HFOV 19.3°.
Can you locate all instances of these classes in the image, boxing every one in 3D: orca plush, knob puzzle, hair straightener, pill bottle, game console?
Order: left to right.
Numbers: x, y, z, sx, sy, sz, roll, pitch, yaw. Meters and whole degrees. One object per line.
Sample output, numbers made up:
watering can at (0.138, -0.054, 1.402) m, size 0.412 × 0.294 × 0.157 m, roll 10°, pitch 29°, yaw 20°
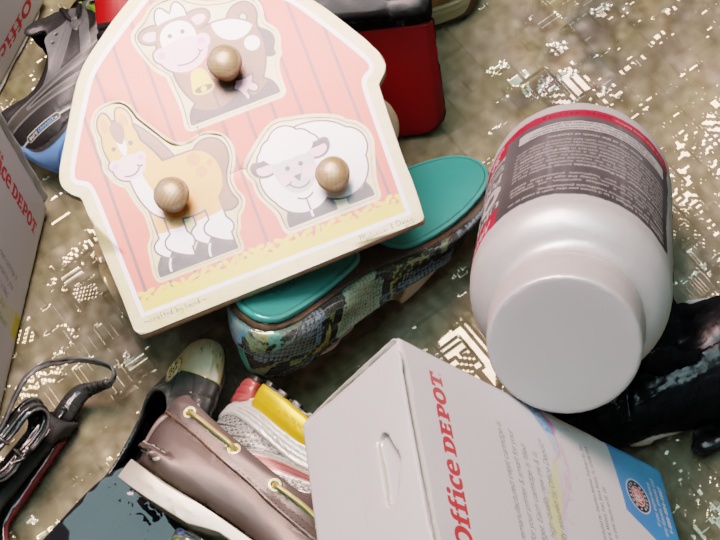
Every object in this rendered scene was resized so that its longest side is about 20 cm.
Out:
hair straightener at (-0.208, 0.126, 1.212) m, size 0.041 × 0.077 × 0.200 m, roll 31°, pitch 70°, yaw 23°
knob puzzle at (-0.079, -0.087, 1.196) m, size 0.218 × 0.030 × 0.221 m, roll -1°, pitch 76°, yaw 4°
game console at (-0.055, -0.168, 1.289) m, size 0.198 × 0.119 × 0.174 m, roll -6°, pitch 85°, yaw 4°
pill bottle at (0.117, -0.006, 1.168) m, size 0.110 × 0.111 × 0.200 m, roll 1°, pitch 27°, yaw 8°
orca plush at (0.155, 0.049, 1.208) m, size 0.198 × 0.071 × 0.106 m, roll -7°, pitch 62°, yaw 3°

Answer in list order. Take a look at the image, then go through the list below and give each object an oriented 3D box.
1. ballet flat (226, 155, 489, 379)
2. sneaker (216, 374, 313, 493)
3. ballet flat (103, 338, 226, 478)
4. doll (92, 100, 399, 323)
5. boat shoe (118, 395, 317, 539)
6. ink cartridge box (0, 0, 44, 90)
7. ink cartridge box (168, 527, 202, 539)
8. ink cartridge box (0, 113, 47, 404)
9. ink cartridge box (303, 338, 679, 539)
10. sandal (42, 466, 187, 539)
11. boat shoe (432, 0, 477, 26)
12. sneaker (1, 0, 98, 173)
ballet flat at (0.000, 0.000, 1.252) m, size 0.199 × 0.074 × 0.074 m, roll -31°, pitch 62°, yaw -29°
sneaker at (-0.013, 0.147, 1.186) m, size 0.200 × 0.078 × 0.082 m, roll 35°, pitch 80°, yaw 29°
ballet flat at (-0.139, 0.119, 1.209) m, size 0.057 × 0.066 × 0.201 m, roll 37°, pitch 72°, yaw -12°
doll at (-0.062, -0.039, 1.266) m, size 0.199 × 0.049 × 0.137 m, roll -32°, pitch 21°, yaw 0°
boat shoe at (-0.031, 0.138, 1.116) m, size 0.199 × 0.072 × 0.060 m, roll 30°, pitch 79°, yaw 14°
ink cartridge box at (-0.284, -0.176, 1.309) m, size 0.087 × 0.200 × 0.146 m, roll 16°, pitch 67°, yaw 19°
ink cartridge box at (-0.020, 0.219, 1.120) m, size 0.199 × 0.109 × 0.050 m, roll 29°, pitch 73°, yaw 20°
ink cartridge box at (-0.258, 0.013, 1.239) m, size 0.083 × 0.145 × 0.201 m, roll 4°, pitch 63°, yaw 11°
ink cartridge box at (0.074, 0.143, 1.081) m, size 0.085 × 0.199 × 0.145 m, roll -41°, pitch 38°, yaw 28°
sandal at (-0.176, 0.187, 1.146) m, size 0.076 × 0.043 × 0.201 m, roll 34°, pitch 80°, yaw 15°
boat shoe at (-0.023, -0.180, 1.346) m, size 0.199 × 0.076 × 0.072 m, roll -20°, pitch 63°, yaw -2°
sneaker at (-0.168, -0.157, 1.356) m, size 0.082 × 0.071 × 0.201 m, roll 23°, pitch 71°, yaw 11°
